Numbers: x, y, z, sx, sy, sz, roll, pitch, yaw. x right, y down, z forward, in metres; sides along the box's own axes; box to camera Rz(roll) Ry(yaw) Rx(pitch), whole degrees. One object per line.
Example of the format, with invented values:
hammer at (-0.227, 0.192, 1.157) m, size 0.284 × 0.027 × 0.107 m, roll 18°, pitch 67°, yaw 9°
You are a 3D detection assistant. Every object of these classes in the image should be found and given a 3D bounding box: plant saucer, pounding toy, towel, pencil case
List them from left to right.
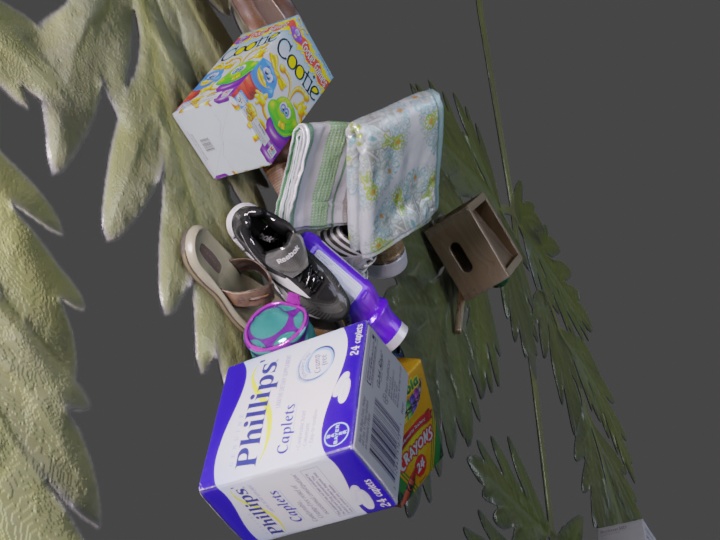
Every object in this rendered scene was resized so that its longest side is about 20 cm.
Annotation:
plant saucer at (-0.125, -0.358, 1.525) m, size 0.200 × 0.032 × 0.200 m, roll 49°, pitch -13°, yaw 15°
pencil case at (-0.067, 0.129, 1.340) m, size 0.093 × 0.085 × 0.201 m, roll -50°, pitch 134°, yaw -25°
towel at (-0.028, -0.126, 1.451) m, size 0.199 × 0.031 × 0.151 m, roll -9°, pitch 120°, yaw -49°
towel at (0.049, -0.133, 1.488) m, size 0.171 × 0.048 × 0.202 m, roll -32°, pitch 131°, yaw -42°
pounding toy at (0.213, -0.017, 2.093) m, size 0.201 × 0.141 × 0.184 m, roll 59°, pitch 23°, yaw -2°

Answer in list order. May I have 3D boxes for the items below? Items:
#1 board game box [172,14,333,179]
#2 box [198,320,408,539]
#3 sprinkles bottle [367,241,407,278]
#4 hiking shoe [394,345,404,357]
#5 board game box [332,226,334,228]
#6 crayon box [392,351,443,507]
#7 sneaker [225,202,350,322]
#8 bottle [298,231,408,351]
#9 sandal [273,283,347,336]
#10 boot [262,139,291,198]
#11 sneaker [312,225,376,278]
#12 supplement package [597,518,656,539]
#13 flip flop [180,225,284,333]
board game box at (-0.135, -0.227, 1.400) m, size 0.105 × 0.102 × 0.201 m, roll 58°, pitch 41°, yaw -28°
box at (-0.059, 0.179, 1.197) m, size 0.105 × 0.198 × 0.185 m, roll 53°, pitch 29°, yaw -33°
sprinkles bottle at (0.021, -0.086, 1.605) m, size 0.069 × 0.067 × 0.201 m, roll -76°, pitch 158°, yaw -52°
hiking shoe at (0.027, 0.103, 1.598) m, size 0.200 × 0.086 × 0.075 m, roll 38°, pitch 39°, yaw -53°
board game box at (-0.017, -0.114, 1.733) m, size 0.135 × 0.034 × 0.202 m, roll -20°, pitch 91°, yaw -68°
crayon box at (0.049, 0.212, 1.514) m, size 0.127 × 0.050 × 0.202 m, roll -42°, pitch 125°, yaw -45°
sneaker at (-0.088, -0.009, 1.355) m, size 0.200 × 0.067 × 0.090 m, roll 45°, pitch -11°, yaw -6°
bottle at (-0.022, 0.033, 1.470) m, size 0.200 × 0.083 × 0.066 m, roll 41°, pitch 65°, yaw -13°
sandal at (-0.057, 0.089, 1.460) m, size 0.055 × 0.081 × 0.201 m, roll -54°, pitch 131°, yaw -33°
boot at (-0.092, -0.180, 1.571) m, size 0.156 × 0.073 × 0.200 m, roll 66°, pitch 18°, yaw 1°
sneaker at (0.000, 0.000, 1.578) m, size 0.200 × 0.114 × 0.076 m, roll 44°, pitch 35°, yaw -48°
supplement package at (0.619, 0.692, 2.463) m, size 0.118 × 0.116 × 0.201 m, roll 53°, pitch 29°, yaw -37°
flip flop at (-0.143, 0.013, 1.317) m, size 0.200 × 0.057 × 0.082 m, roll 51°, pitch 30°, yaw -39°
